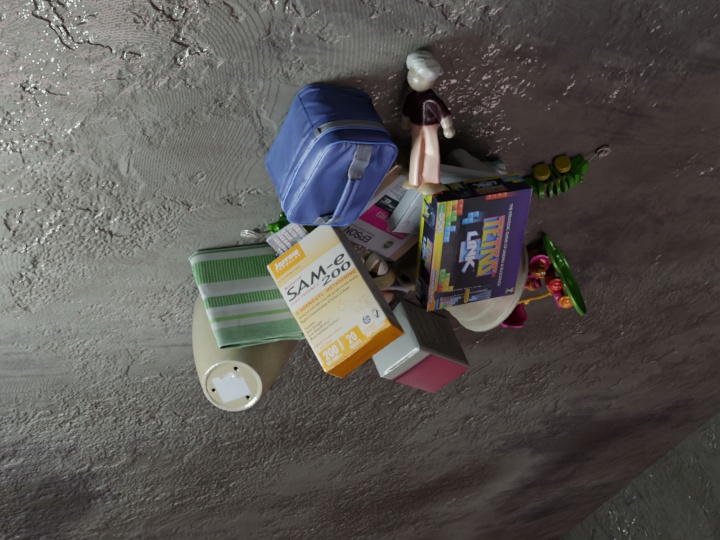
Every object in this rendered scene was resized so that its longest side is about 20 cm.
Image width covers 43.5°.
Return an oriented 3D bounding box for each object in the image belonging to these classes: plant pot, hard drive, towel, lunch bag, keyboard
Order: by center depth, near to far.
[{"bbox_3d":[-0.046,-0.151,1.311,0.135,0.133,0.201,-1,140,-32],"label":"lunch bag"},{"bbox_3d":[-0.180,0.038,1.429,0.151,0.201,0.024,-6,138,-26],"label":"towel"},{"bbox_3d":[-0.089,-0.026,1.436,0.056,0.011,0.200,-28,154,6],"label":"keyboard"},{"bbox_3d":[-0.193,0.131,1.454,0.185,0.201,0.189,0,118,0],"label":"plant pot"},{"bbox_3d":[0.155,-0.108,1.464,0.198,0.027,0.132,4,134,-37],"label":"hard drive"},{"bbox_3d":[0.167,-0.011,1.621,0.182,0.202,0.201,20,128,-33],"label":"plant pot"}]

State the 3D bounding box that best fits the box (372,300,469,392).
[{"bbox_3d":[0.115,0.158,1.860,0.109,0.129,0.199,-38,144,22],"label":"box"}]

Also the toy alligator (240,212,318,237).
[{"bbox_3d":[-0.108,-0.072,1.451,0.199,0.055,0.059,7,172,-44],"label":"toy alligator"}]

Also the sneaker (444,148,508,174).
[{"bbox_3d":[0.210,-0.162,1.538,0.089,0.075,0.200,-47,143,-3],"label":"sneaker"}]

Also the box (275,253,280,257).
[{"bbox_3d":[-0.152,0.030,1.564,0.199,0.065,0.070,-36,146,16],"label":"box"}]

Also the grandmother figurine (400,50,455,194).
[{"bbox_3d":[0.093,-0.215,1.305,0.060,0.121,0.202,-21,117,-40],"label":"grandmother figurine"}]

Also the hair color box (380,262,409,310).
[{"bbox_3d":[-0.016,0.036,1.664,0.198,0.061,0.099,2,140,-36],"label":"hair color box"}]

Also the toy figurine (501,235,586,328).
[{"bbox_3d":[0.342,0.042,1.866,0.183,0.151,0.200,-25,127,19],"label":"toy figurine"}]

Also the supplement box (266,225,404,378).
[{"bbox_3d":[-0.039,0.043,1.374,0.126,0.201,0.073,-36,156,9],"label":"supplement box"}]

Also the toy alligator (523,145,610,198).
[{"bbox_3d":[0.375,-0.171,1.629,0.198,0.055,0.060,-21,148,-6],"label":"toy alligator"}]

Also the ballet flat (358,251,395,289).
[{"bbox_3d":[0.000,0.000,1.509,0.199,0.071,0.071,-11,148,-47],"label":"ballet flat"}]

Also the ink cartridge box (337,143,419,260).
[{"bbox_3d":[0.046,-0.114,1.478,0.165,0.076,0.199,-41,144,22],"label":"ink cartridge box"}]

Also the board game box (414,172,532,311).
[{"bbox_3d":[0.175,-0.043,1.421,0.164,0.057,0.202,-10,126,-18],"label":"board game box"}]
